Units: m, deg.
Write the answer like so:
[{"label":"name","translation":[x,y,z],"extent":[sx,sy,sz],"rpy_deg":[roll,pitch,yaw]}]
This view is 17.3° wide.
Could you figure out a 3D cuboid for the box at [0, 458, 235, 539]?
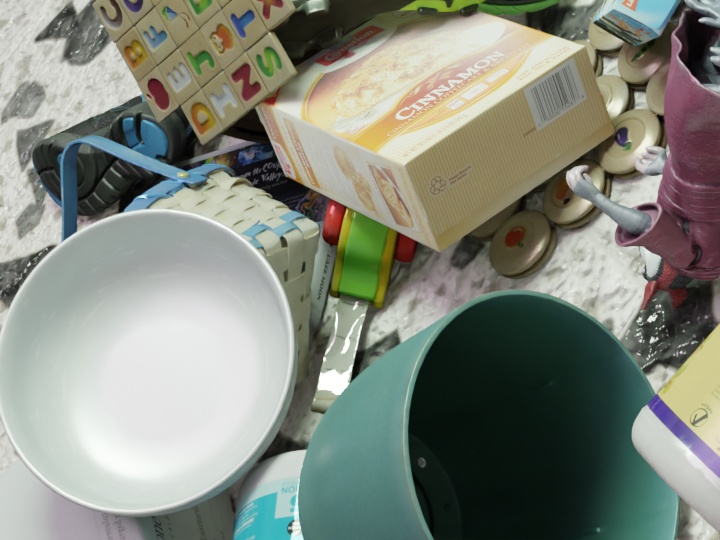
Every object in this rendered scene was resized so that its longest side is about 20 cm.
[{"label":"box","translation":[-0.184,0.230,1.583],"extent":[0.200,0.131,0.199],"rpy_deg":[-40,39,16]}]

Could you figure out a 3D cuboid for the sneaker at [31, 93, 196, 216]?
[{"label":"sneaker","translation":[-0.192,-0.099,1.926],"extent":[0.200,0.073,0.082],"rpy_deg":[-13,20,48]}]

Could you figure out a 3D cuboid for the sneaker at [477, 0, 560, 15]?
[{"label":"sneaker","translation":[0.066,-0.243,1.660],"extent":[0.077,0.200,0.084],"rpy_deg":[-81,16,-47]}]

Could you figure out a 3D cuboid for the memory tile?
[{"label":"memory tile","translation":[0.143,-0.095,1.600],"extent":[0.200,0.017,0.153],"rpy_deg":[-44,38,10]}]

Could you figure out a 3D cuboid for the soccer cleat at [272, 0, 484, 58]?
[{"label":"soccer cleat","translation":[0.018,-0.208,1.618],"extent":[0.200,0.065,0.084],"rpy_deg":[-15,51,4]}]

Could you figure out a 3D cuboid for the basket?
[{"label":"basket","translation":[-0.131,0.012,1.644],"extent":[0.200,0.139,0.177],"rpy_deg":[17,116,25]}]

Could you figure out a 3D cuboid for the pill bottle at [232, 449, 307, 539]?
[{"label":"pill bottle","translation":[-0.029,0.219,1.448],"extent":[0.111,0.111,0.200],"rpy_deg":[-23,47,33]}]

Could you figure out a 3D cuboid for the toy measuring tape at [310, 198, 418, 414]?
[{"label":"toy measuring tape","translation":[0.000,0.000,1.624],"extent":[0.073,0.074,0.200],"rpy_deg":[-11,52,41]}]

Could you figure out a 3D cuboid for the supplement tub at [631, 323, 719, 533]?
[{"label":"supplement tub","translation":[0.257,0.061,1.248],"extent":[0.200,0.145,0.145],"rpy_deg":[-48,37,4]}]

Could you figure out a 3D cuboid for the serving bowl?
[{"label":"serving bowl","translation":[-0.131,0.065,1.517],"extent":[0.200,0.066,0.201],"rpy_deg":[-4,72,12]}]

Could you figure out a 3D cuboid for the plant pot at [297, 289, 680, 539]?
[{"label":"plant pot","translation":[0.057,0.129,1.370],"extent":[0.161,0.200,0.201],"rpy_deg":[-25,43,49]}]

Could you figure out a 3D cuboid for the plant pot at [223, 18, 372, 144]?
[{"label":"plant pot","translation":[-0.062,-0.214,1.759],"extent":[0.200,0.200,0.199],"rpy_deg":[-14,52,39]}]

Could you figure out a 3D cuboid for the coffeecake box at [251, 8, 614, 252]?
[{"label":"coffeecake box","translation":[0.046,-0.106,1.591],"extent":[0.153,0.073,0.200],"rpy_deg":[-34,31,-19]}]

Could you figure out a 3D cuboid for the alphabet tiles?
[{"label":"alphabet tiles","translation":[-0.118,-0.182,1.628],"extent":[0.006,0.167,0.200],"rpy_deg":[-29,-2,-37]}]

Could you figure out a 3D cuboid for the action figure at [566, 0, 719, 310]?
[{"label":"action figure","translation":[0.212,-0.059,1.408],"extent":[0.149,0.200,0.134],"rpy_deg":[21,34,23]}]

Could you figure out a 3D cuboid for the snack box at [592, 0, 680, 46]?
[{"label":"snack box","translation":[0.194,-0.202,1.485],"extent":[0.116,0.037,0.200],"rpy_deg":[-61,0,4]}]

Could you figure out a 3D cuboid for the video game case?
[{"label":"video game case","translation":[-0.090,-0.021,1.780],"extent":[0.200,0.023,0.182],"rpy_deg":[-14,51,40]}]
